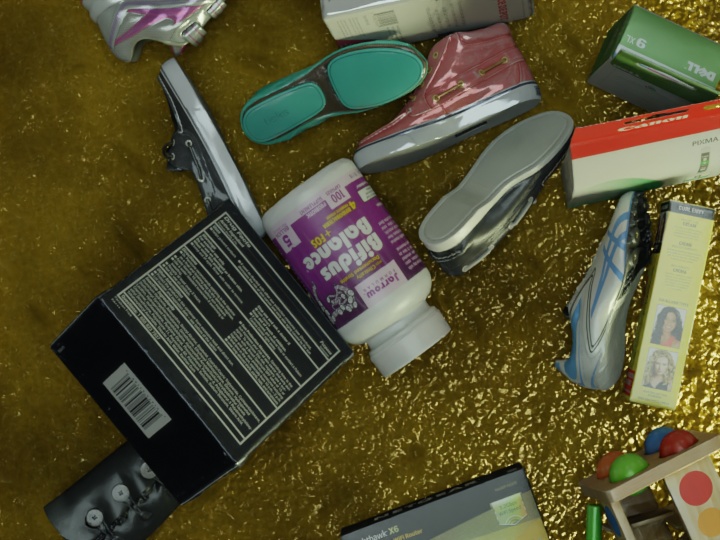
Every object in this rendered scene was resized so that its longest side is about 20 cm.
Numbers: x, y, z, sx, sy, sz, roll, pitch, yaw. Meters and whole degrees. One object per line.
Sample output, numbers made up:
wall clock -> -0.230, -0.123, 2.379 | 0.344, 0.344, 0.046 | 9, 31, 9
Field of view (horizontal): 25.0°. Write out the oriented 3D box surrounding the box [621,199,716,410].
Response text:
box -> 0.306, 0.034, 1.612 | 0.050, 0.075, 0.202 | 11, 91, 3

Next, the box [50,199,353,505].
box -> -0.148, 0.077, 1.547 | 0.200, 0.123, 0.198 | 51, 47, -1

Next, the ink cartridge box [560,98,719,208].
ink cartridge box -> 0.277, -0.111, 1.547 | 0.159, 0.200, 0.051 | -12, 85, 2

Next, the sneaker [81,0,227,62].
sneaker -> -0.173, -0.265, 1.623 | 0.198, 0.081, 0.089 | -18, 94, 8

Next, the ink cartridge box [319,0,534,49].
ink cartridge box -> 0.064, -0.281, 1.569 | 0.198, 0.146, 0.086 | -9, 82, 6

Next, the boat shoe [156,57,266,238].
boat shoe -> -0.163, -0.111, 1.627 | 0.066, 0.070, 0.201 | -27, 97, 0

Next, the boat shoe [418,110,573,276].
boat shoe -> 0.144, -0.077, 1.620 | 0.200, 0.074, 0.061 | -47, 131, -15

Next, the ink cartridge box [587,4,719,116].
ink cartridge box -> 0.287, -0.199, 1.546 | 0.103, 0.200, 0.060 | 25, 88, 0

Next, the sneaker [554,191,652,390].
sneaker -> 0.241, 0.017, 1.612 | 0.072, 0.072, 0.202 | 16, 96, 28

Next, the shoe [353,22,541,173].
shoe -> 0.074, -0.173, 1.621 | 0.198, 0.071, 0.092 | -23, 80, 2

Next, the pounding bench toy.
pounding bench toy -> 0.270, 0.254, 1.574 | 0.198, 0.124, 0.157 | -25, 89, -6

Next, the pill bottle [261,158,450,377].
pill bottle -> 0.000, 0.000, 1.598 | 0.112, 0.112, 0.201 | -36, 89, 1

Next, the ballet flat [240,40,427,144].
ballet flat -> -0.028, -0.186, 1.614 | 0.198, 0.071, 0.068 | -20, 111, 13

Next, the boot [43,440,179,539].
boot -> -0.240, 0.182, 1.632 | 0.200, 0.066, 0.165 | -42, 88, 5

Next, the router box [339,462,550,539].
router box -> 0.097, 0.302, 1.626 | 0.198, 0.052, 0.159 | -21, 90, 1
